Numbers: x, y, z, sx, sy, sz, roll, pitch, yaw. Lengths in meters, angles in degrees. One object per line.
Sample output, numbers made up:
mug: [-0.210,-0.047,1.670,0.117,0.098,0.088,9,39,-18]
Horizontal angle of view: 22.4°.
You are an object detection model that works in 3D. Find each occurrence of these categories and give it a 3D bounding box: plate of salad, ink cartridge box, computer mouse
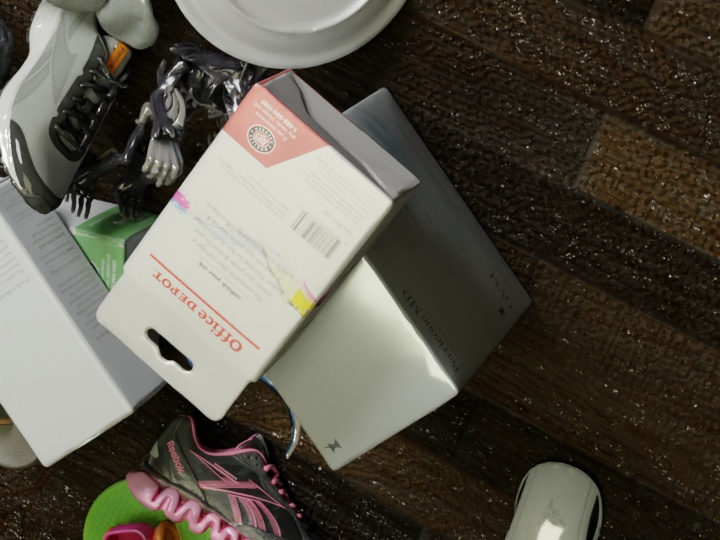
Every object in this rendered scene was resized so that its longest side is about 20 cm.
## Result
plate of salad: [-0.047,-0.243,1.291,0.198,0.048,0.202,-7,114,-17]
ink cartridge box: [-0.265,0.012,1.480,0.198,0.087,0.147,12,111,16]
ink cartridge box: [-0.069,-0.014,1.177,0.116,0.067,0.200,41,112,4]
computer mouse: [0.137,0.245,1.420,0.109,0.044,0.202,15,113,18]

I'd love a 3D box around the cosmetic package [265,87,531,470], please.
cosmetic package: [0.000,0.000,1.304,0.123,0.200,0.200,-34,94,28]

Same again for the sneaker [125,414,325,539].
sneaker: [-0.087,0.184,1.479,0.199,0.079,0.096,29,81,-3]

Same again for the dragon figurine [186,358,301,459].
dragon figurine: [-0.103,0.050,1.442,0.099,0.059,0.202,-10,103,25]

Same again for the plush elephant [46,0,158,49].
plush elephant: [-0.187,-0.255,1.326,0.164,0.200,0.155,36,136,-1]

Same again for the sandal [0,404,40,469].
sandal: [-0.316,0.072,1.442,0.081,0.055,0.201,-20,99,28]

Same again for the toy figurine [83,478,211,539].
toy figurine: [-0.196,0.298,1.494,0.149,0.184,0.202,-9,105,24]

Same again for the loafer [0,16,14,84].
loafer: [-0.337,-0.200,1.407,0.200,0.070,0.069,41,125,42]

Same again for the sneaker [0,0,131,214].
sneaker: [-0.216,-0.134,1.359,0.079,0.202,0.074,-6,147,27]

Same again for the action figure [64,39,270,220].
action figure: [-0.130,-0.100,1.374,0.199,0.118,0.103,-34,60,34]

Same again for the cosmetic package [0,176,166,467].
cosmetic package: [-0.249,0.036,1.394,0.101,0.074,0.201,-30,97,26]
